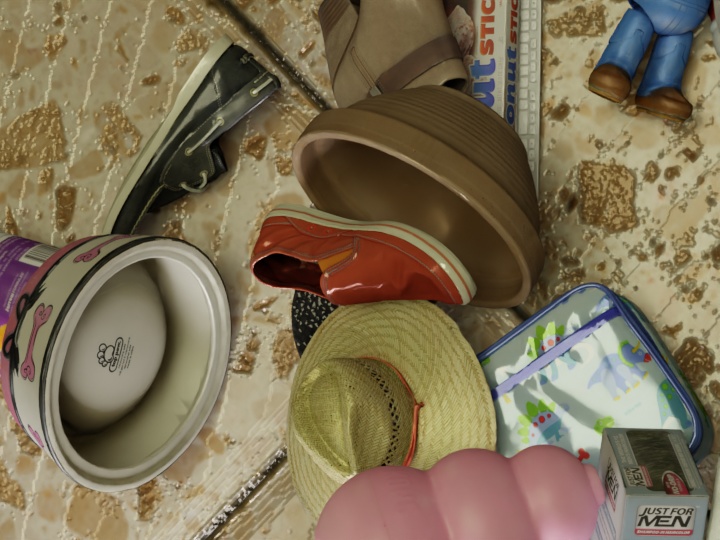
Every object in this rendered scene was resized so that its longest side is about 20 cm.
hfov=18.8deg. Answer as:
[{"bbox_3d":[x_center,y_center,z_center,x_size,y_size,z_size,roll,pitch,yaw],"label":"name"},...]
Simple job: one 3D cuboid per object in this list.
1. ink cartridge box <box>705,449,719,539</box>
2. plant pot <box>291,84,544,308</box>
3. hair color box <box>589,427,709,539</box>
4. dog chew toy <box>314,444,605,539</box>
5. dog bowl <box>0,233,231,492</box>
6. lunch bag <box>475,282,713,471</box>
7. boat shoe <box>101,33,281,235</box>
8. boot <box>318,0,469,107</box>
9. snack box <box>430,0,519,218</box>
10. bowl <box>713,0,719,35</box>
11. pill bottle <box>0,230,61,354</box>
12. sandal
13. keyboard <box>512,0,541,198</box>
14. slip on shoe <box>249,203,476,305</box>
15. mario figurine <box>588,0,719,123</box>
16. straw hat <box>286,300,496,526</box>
[{"bbox_3d":[0.302,0.112,1.516,0.082,0.146,0.202,8,87,19],"label":"ink cartridge box"},{"bbox_3d":[0.057,-0.069,1.578,0.200,0.201,0.093,26,69,19],"label":"plant pot"},{"bbox_3d":[0.194,0.221,1.521,0.060,0.099,0.202,1,113,-5],"label":"hair color box"},{"bbox_3d":[0.072,0.179,1.497,0.198,0.125,0.125,-20,79,1],"label":"dog chew toy"},{"bbox_3d":[-0.191,0.063,1.666,0.073,0.200,0.202,19,91,37],"label":"dog bowl"},{"bbox_3d":[0.143,0.115,1.604,0.199,0.082,0.162,-34,73,12],"label":"lunch bag"},{"bbox_3d":[-0.140,-0.088,1.723,0.067,0.072,0.201,35,103,-7],"label":"boat shoe"},{"bbox_3d":[0.041,-0.194,1.646,0.200,0.070,0.147,-55,51,37],"label":"boot"},{"bbox_3d":[0.084,-0.140,1.667,0.071,0.024,0.202,0,85,31],"label":"snack box"},{"bbox_3d":[0.322,-0.203,1.543,0.090,0.200,0.203,25,94,60],"label":"bowl"},{"bbox_3d":[-0.307,0.021,1.745,0.198,0.111,0.112,15,90,19],"label":"pill bottle"},{"bbox_3d":[-0.004,0.080,1.679,0.074,0.045,0.202,-9,94,22],"label":"sandal"},{"bbox_3d":[0.111,-0.136,1.672,0.056,0.011,0.202,0,85,18],"label":"keyboard"},{"bbox_3d":[0.000,0.000,1.595,0.199,0.074,0.061,13,59,36],"label":"slip on shoe"},{"bbox_3d":[0.233,-0.213,1.584,0.105,0.123,0.202,21,97,37],"label":"mario figurine"},{"bbox_3d":[-0.004,0.110,1.581,0.200,0.085,0.203,-6,79,33],"label":"straw hat"}]
